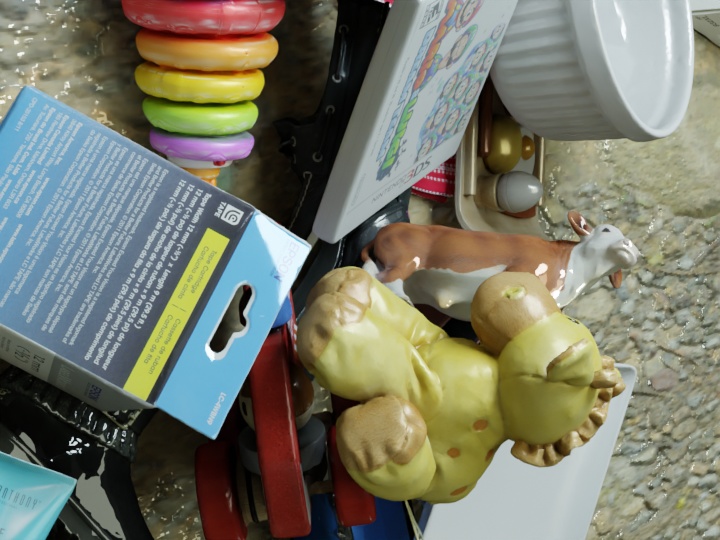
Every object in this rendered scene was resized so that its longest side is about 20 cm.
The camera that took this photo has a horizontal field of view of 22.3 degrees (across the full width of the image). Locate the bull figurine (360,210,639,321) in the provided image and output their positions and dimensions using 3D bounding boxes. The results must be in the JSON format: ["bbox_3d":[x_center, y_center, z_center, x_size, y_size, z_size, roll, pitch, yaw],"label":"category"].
[{"bbox_3d":[0.089,0.010,1.245,0.122,0.198,0.066,-59,145,-49],"label":"bull figurine"}]

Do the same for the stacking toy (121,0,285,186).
[{"bbox_3d":[-0.106,-0.108,1.202,0.115,0.109,0.202,-11,111,-48],"label":"stacking toy"}]

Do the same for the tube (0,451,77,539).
[{"bbox_3d":[-0.240,0.201,1.063,0.077,0.050,0.202,24,85,-20],"label":"tube"}]

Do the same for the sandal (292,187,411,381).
[{"bbox_3d":[0.000,0.001,1.332,0.202,0.048,0.075,-62,147,-20],"label":"sandal"}]

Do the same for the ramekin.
[{"bbox_3d":[0.168,-0.192,1.381,0.199,0.104,0.203,18,69,-56],"label":"ramekin"}]

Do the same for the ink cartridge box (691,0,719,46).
[{"bbox_3d":[0.383,-0.311,1.716,0.144,0.083,0.202,22,76,-46],"label":"ink cartridge box"}]

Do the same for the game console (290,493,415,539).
[{"bbox_3d":[0.017,0.215,1.326,0.117,0.170,0.202,-18,106,-17],"label":"game console"}]

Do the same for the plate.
[{"bbox_3d":[0.113,0.157,1.368,0.199,0.032,0.202,7,104,-47],"label":"plate"}]

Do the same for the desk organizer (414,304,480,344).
[{"bbox_3d":[0.096,0.049,1.386,0.200,0.076,0.073,36,64,-60],"label":"desk organizer"}]

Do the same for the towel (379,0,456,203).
[{"bbox_3d":[0.038,-0.165,1.398,0.144,0.022,0.202,16,80,-45],"label":"towel"}]

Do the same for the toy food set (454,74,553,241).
[{"bbox_3d":[0.135,-0.116,1.454,0.143,0.060,0.203,3,90,-59],"label":"toy food set"}]

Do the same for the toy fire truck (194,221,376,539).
[{"bbox_3d":[-0.055,0.075,1.183,0.200,0.111,0.170,-92,173,-70],"label":"toy fire truck"}]

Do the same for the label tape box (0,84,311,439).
[{"bbox_3d":[-0.150,0.002,1.098,0.199,0.066,0.144,29,66,-6],"label":"label tape box"}]

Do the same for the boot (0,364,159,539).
[{"bbox_3d":[-0.150,0.112,1.163,0.158,0.079,0.212,-54,127,-31],"label":"boot"}]

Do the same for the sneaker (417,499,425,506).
[{"bbox_3d":[0.077,0.144,1.408,0.199,0.080,0.077,13,101,-49],"label":"sneaker"}]

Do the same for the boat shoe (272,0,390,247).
[{"bbox_3d":[-0.028,-0.102,1.294,0.066,0.075,0.201,23,101,-5],"label":"boat shoe"}]

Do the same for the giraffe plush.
[{"bbox_3d":[0.074,0.069,1.129,0.201,0.161,0.173,62,13,-11],"label":"giraffe plush"}]

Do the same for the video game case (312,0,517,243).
[{"bbox_3d":[0.048,-0.132,1.254,0.182,0.024,0.201,-37,155,-50],"label":"video game case"}]
